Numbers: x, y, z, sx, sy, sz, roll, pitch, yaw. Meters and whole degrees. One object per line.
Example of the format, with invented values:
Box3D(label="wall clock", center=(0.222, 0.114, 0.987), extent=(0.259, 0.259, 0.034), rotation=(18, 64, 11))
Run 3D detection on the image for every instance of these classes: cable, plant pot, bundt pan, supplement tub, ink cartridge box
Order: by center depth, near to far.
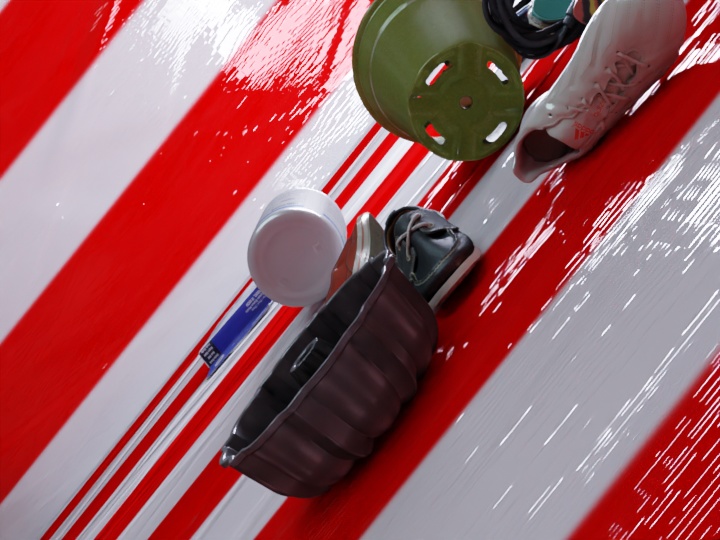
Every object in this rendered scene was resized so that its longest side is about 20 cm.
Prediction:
Box3D(label="bundt pan", center=(-0.015, 0.085, 0.915), extent=(0.203, 0.075, 0.202), rotation=(-50, 8, 10))
Box3D(label="cable", center=(0.203, -0.301, 1.213), extent=(0.051, 0.161, 0.202), rotation=(53, 136, 40))
Box3D(label="plant pot", center=(0.098, -0.203, 1.318), extent=(0.200, 0.199, 0.191), rotation=(-48, 21, 13))
Box3D(label="supplement tub", center=(-0.083, -0.035, 1.675), extent=(0.132, 0.132, 0.200), rotation=(-49, 7, 10))
Box3D(label="ink cartridge box", center=(-0.213, 0.080, 2.229), extent=(0.200, 0.040, 0.200), rotation=(-48, 8, 20))

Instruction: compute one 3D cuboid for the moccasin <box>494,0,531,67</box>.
Box3D(label="moccasin", center=(0.227, -0.346, 1.561), extent=(0.201, 0.068, 0.081), rotation=(-49, 8, 10))

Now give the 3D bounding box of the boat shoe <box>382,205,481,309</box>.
Box3D(label="boat shoe", center=(0.053, -0.015, 1.038), extent=(0.072, 0.067, 0.200), rotation=(-48, 9, 5))

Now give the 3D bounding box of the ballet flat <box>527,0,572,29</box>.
Box3D(label="ballet flat", center=(0.242, -0.303, 1.349), extent=(0.201, 0.075, 0.064), rotation=(-51, -24, -32))

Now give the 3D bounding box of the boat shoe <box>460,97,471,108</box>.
Box3D(label="boat shoe", center=(0.130, -0.212, 1.520), extent=(0.067, 0.074, 0.200), rotation=(-53, -2, 4))

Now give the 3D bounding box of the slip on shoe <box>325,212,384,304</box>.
Box3D(label="slip on shoe", center=(0.000, 0.000, 1.232), extent=(0.061, 0.075, 0.201), rotation=(-28, 20, 18))

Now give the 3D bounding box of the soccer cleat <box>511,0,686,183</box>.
Box3D(label="soccer cleat", center=(0.173, -0.132, 0.907), extent=(0.078, 0.069, 0.200), rotation=(-61, 5, -32))

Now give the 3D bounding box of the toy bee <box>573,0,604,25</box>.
Box3D(label="toy bee", center=(0.268, -0.308, 1.114), extent=(0.201, 0.107, 0.132), rotation=(99, -169, -51))
